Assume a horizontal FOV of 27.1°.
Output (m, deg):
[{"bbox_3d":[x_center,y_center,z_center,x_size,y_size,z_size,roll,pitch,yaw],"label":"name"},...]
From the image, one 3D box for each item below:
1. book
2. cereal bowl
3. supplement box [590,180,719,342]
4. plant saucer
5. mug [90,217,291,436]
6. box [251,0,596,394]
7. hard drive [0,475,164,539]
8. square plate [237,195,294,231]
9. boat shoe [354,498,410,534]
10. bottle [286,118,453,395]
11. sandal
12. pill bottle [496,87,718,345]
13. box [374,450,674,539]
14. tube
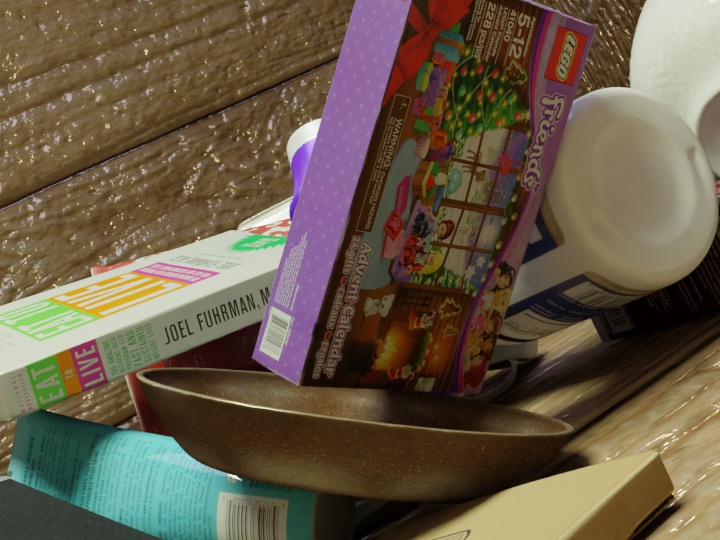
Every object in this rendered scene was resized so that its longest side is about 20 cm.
[{"bbox_3d":[-0.123,0.028,0.826,0.199,0.049,0.133,-22,13,-28],"label":"book"},{"bbox_3d":[0.263,-0.109,0.942,0.199,0.200,0.084,-26,26,41],"label":"cereal bowl"},{"bbox_3d":[0.224,-0.021,0.880,0.108,0.061,0.200,-28,3,-31],"label":"supplement box"},{"bbox_3d":[-0.004,0.074,0.675,0.198,0.037,0.200,8,-1,0],"label":"plant saucer"},{"bbox_3d":[-0.060,0.043,0.989,0.198,0.134,0.178,-19,35,-10],"label":"mug"},{"bbox_3d":[0.034,-0.040,0.729,0.136,0.202,0.039,6,14,-47],"label":"box"},{"bbox_3d":[-0.155,0.152,0.647,0.200,0.134,0.043,-43,-29,-72],"label":"hard drive"},{"bbox_3d":[0.037,0.007,1.107,0.197,0.201,0.028,-27,28,-1],"label":"square plate"},{"bbox_3d":[-0.038,0.111,0.796,0.199,0.077,0.072,-28,1,-2],"label":"boat shoe"},{"bbox_3d":[0.000,0.000,0.882,0.065,0.201,0.084,-10,-34,-11],"label":"bottle"},{"bbox_3d":[0.064,0.071,0.976,0.082,0.050,0.202,-8,0,35],"label":"sandal"},{"bbox_3d":[0.103,-0.020,0.866,0.111,0.112,0.200,-29,0,-33],"label":"pill bottle"},{"bbox_3d":[-0.001,0.132,0.528,0.199,0.021,0.163,-30,3,-42],"label":"box"},{"bbox_3d":[-0.101,0.114,0.753,0.198,0.078,0.050,3,-20,24],"label":"tube"}]
